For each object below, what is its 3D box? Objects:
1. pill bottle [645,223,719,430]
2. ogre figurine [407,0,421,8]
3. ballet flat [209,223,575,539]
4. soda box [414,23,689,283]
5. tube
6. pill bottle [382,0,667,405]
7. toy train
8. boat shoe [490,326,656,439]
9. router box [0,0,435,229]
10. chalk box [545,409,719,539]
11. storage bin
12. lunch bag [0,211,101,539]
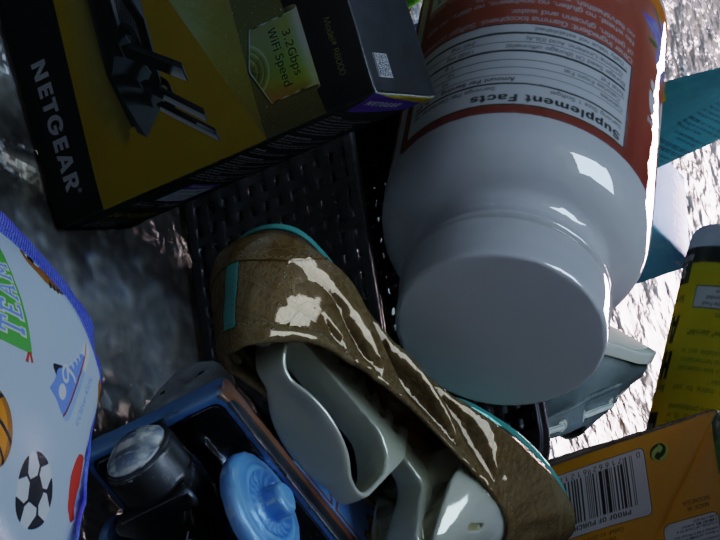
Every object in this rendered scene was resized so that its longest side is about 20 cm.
[{"bbox_3d":[0.212,0.084,1.324,0.111,0.111,0.201,25,76,-52],"label":"pill bottle"},{"bbox_3d":[-0.038,-0.159,1.092,0.200,0.119,0.098,53,32,-26],"label":"ogre figurine"},{"bbox_3d":[0.010,0.068,0.937,0.200,0.068,0.073,48,37,-29],"label":"ballet flat"},{"bbox_3d":[0.104,-0.066,1.331,0.200,0.068,0.064,41,39,-41],"label":"soda box"},{"bbox_3d":[0.122,-0.062,1.222,0.077,0.199,0.051,2,70,-61],"label":"tube"},{"bbox_3d":[0.069,-0.045,1.016,0.112,0.112,0.201,49,34,-32],"label":"pill bottle"},{"bbox_3d":[-0.030,0.122,0.963,0.200,0.086,0.115,52,23,-24],"label":"toy train"},{"bbox_3d":[0.098,0.055,1.272,0.200,0.073,0.062,-4,118,-68],"label":"boat shoe"},{"bbox_3d":[-0.073,-0.135,0.974,0.052,0.157,0.201,-2,73,-61],"label":"router box"},{"bbox_3d":[0.146,0.171,1.055,0.200,0.124,0.125,44,35,-45],"label":"chalk box"},{"bbox_3d":[0.000,0.000,1.081,0.135,0.093,0.201,23,53,-54],"label":"storage bin"},{"bbox_3d":[-0.167,0.049,0.727,0.200,0.123,0.171,39,39,-31],"label":"lunch bag"}]
